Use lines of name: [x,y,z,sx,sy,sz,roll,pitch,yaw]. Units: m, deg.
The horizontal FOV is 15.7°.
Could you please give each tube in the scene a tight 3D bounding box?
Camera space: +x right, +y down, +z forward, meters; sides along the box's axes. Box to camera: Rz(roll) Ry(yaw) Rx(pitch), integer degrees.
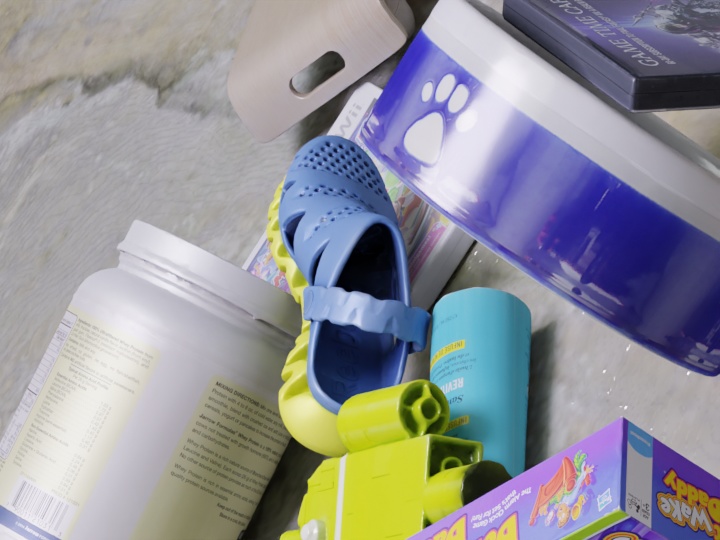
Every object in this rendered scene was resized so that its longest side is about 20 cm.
tube: [0.056,0.105,1.276,0.077,0.050,0.201,131,150,-50]

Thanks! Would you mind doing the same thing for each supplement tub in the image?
supplement tub: [-0.116,0.088,1.450,0.201,0.145,0.145,-63,28,-4]

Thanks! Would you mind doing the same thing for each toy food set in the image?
toy food set: [-0.002,-0.185,1.656,0.143,0.060,0.201,-33,29,41]

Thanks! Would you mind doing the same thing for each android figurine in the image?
android figurine: [0.010,0.147,1.259,0.200,0.041,0.183,-17,66,60]

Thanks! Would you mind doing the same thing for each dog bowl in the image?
dog bowl: [0.101,-0.040,1.173,0.079,0.200,0.200,-56,28,9]

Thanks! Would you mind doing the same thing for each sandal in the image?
sandal: [0.000,0.000,1.379,0.201,0.079,0.087,-99,29,-41]

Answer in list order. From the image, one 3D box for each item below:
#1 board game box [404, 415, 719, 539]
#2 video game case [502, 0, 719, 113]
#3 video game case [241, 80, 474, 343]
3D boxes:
board game box: [0.084,0.147,1.084,0.200,0.134,0.045,-34,35,39]
video game case: [0.179,-0.102,1.136,0.143,0.199,0.019,-132,40,-61]
video game case: [0.005,-0.025,1.512,0.144,0.018,0.200,-57,27,3]
